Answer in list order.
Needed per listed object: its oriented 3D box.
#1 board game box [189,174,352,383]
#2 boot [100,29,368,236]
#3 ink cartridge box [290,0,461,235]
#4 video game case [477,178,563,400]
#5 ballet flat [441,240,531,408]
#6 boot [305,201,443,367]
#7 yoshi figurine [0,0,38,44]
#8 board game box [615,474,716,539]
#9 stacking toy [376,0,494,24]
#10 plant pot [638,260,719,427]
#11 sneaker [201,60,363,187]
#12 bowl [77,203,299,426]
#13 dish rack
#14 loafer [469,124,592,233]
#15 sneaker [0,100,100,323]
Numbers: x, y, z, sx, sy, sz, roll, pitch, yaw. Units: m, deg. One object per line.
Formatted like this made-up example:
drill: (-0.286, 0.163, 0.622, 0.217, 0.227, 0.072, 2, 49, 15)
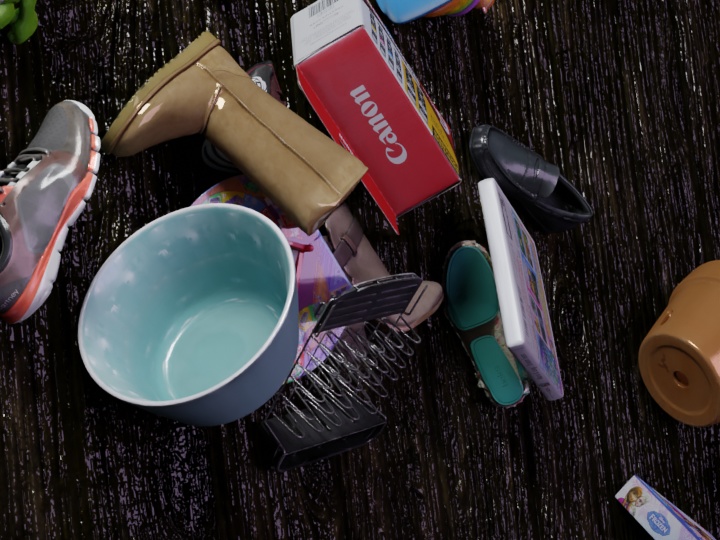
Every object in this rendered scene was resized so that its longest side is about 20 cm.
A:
board game box: (-0.085, 0.010, 1.488, 0.158, 0.039, 0.201, -38, 106, -25)
boot: (-0.111, -0.105, 1.439, 0.200, 0.066, 0.175, 42, 58, -2)
ink cartridge box: (0.017, -0.163, 1.603, 0.201, 0.083, 0.176, 55, 14, -27)
video game case: (0.179, 0.024, 1.778, 0.182, 0.023, 0.202, 48, 30, -59)
ballet flat: (0.137, 0.057, 1.782, 0.064, 0.075, 0.202, -72, 146, -74)
boot: (0.000, 0.000, 1.616, 0.200, 0.070, 0.147, -34, 108, -46)
yoshi figurine: (-0.296, -0.257, 1.328, 0.112, 0.113, 0.200, 41, 57, 16)
board game box: (0.428, 0.359, 1.963, 0.041, 0.200, 0.199, -48, 129, 5)
stacking toy: (0.099, -0.327, 1.797, 0.199, 0.109, 0.117, 6, 65, -61)
plant pot: (0.451, 0.108, 2.049, 0.140, 0.199, 0.201, -33, 107, -31)
sneaker: (-0.070, -0.144, 1.564, 0.199, 0.075, 0.117, 12, 70, -47)
bowl: (-0.132, 0.054, 1.379, 0.105, 0.199, 0.202, 62, 39, -50)
dish rack: (-0.009, 0.091, 1.514, 0.055, 0.201, 0.153, 44, 33, 25)
loafer: (0.201, -0.111, 1.877, 0.200, 0.070, 0.069, 38, 55, -38)
sneaker: (-0.274, -0.062, 1.306, 0.082, 0.077, 0.202, 31, 59, -34)
